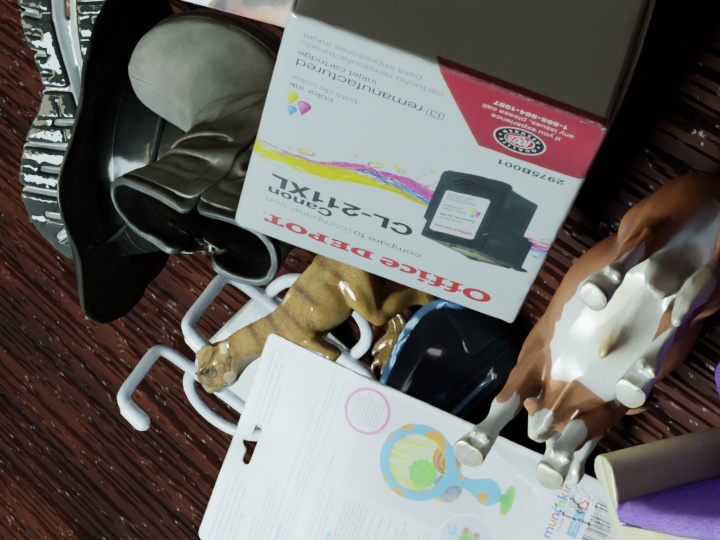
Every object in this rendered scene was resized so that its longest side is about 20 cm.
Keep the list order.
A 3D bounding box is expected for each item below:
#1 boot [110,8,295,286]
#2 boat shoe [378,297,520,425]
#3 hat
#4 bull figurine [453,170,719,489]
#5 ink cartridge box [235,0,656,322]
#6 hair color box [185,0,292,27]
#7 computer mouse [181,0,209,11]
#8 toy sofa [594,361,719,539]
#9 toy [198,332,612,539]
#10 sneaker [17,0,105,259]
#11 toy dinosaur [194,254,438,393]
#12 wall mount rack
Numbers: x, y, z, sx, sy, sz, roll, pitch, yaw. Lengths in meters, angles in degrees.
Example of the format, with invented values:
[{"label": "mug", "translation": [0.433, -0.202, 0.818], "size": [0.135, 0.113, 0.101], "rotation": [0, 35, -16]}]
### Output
[{"label": "boot", "translation": [-0.078, -0.064, 1.481], "size": [0.199, 0.130, 0.068], "rotation": [25, 131, 38]}, {"label": "boat shoe", "translation": [0.029, 0.107, 1.507], "size": [0.069, 0.084, 0.201], "rotation": [42, 135, 31]}, {"label": "hat", "translation": [-0.102, -0.062, 1.672], "size": [0.080, 0.201, 0.202], "rotation": [7, 113, 14]}, {"label": "bull figurine", "translation": [0.107, 0.036, 1.319], "size": [0.065, 0.121, 0.200], "rotation": [35, 132, 6]}, {"label": "ink cartridge box", "translation": [0.034, -0.072, 1.318], "size": [0.200, 0.145, 0.083], "rotation": [109, 180, -63]}, {"label": "hair color box", "translation": [-0.040, -0.230, 1.499], "size": [0.110, 0.064, 0.201], "rotation": [17, 118, 33]}, {"label": "computer mouse", "translation": [-0.094, -0.240, 1.644], "size": [0.201, 0.053, 0.139], "rotation": [60, 149, 11]}, {"label": "toy sofa", "translation": [0.184, 0.090, 1.222], "size": [0.200, 0.082, 0.098], "rotation": [2, 103, 61]}, {"label": "toy", "translation": [0.032, 0.117, 1.451], "size": [0.199, 0.047, 0.116], "rotation": [25, 108, 14]}, {"label": "sneaker", "translation": [-0.154, -0.104, 1.775], "size": [0.078, 0.090, 0.201], "rotation": [5, 106, 15]}, {"label": "toy dinosaur", "translation": [0.000, 0.000, 1.525], "size": [0.200, 0.106, 0.060], "rotation": [-49, 25, 0]}, {"label": "wall mount rack", "translation": [-0.040, 0.088, 1.644], "size": [0.173, 0.075, 0.200], "rotation": [38, 148, -5]}]
